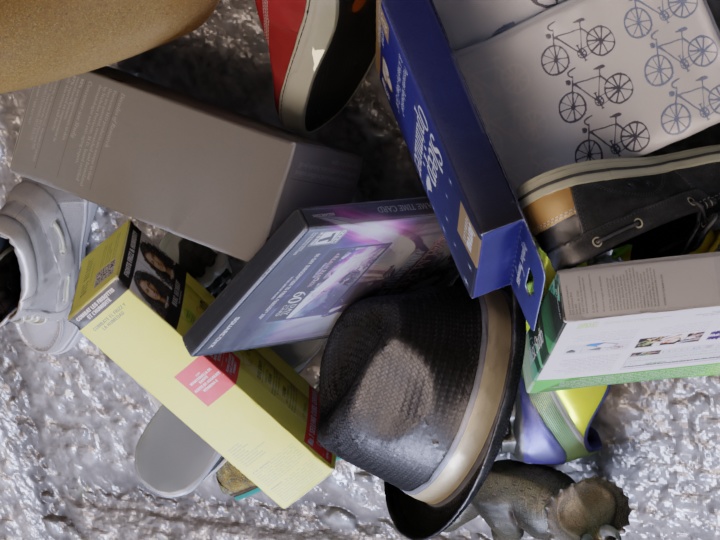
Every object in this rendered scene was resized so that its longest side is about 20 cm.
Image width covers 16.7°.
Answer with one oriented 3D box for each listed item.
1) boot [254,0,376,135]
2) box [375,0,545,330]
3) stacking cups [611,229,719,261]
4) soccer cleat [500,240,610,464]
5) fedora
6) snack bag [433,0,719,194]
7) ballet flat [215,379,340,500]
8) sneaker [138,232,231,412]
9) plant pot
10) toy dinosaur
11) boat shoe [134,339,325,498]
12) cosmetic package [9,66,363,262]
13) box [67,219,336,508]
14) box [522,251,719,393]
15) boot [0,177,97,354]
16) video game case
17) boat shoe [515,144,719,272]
[{"bbox_3d":[-0.057,-0.189,1.528,0.144,0.072,0.201,35,142,22],"label":"boot"},{"bbox_3d":[0.056,-0.065,1.443,0.121,0.032,0.201,90,158,-72],"label":"box"},{"bbox_3d":[0.134,-0.069,1.513,0.200,0.061,0.060,44,130,-5],"label":"stacking cups"},{"bbox_3d":[0.133,0.038,1.596,0.083,0.065,0.201,0,122,-4],"label":"soccer cleat"},{"bbox_3d":[0.028,0.072,1.553,0.091,0.201,0.201,14,132,-17],"label":"fedora"},{"bbox_3d":[0.117,-0.154,1.440,0.188,0.021,0.201,-22,87,34],"label":"snack bag"},{"bbox_3d":[-0.030,0.107,1.713,0.199,0.071,0.071,-21,111,35],"label":"ballet flat"},{"bbox_3d":[-0.140,0.027,1.685,0.081,0.075,0.200,39,149,15],"label":"sneaker"},{"bbox_3d":[-0.215,-0.186,1.482,0.186,0.200,0.187,27,135,31],"label":"plant pot"},{"bbox_3d":[0.120,0.160,1.659,0.199,0.077,0.103,21,152,39],"label":"toy dinosaur"},{"bbox_3d":[-0.077,0.072,1.683,0.073,0.068,0.200,33,93,10],"label":"boat shoe"},{"bbox_3d":[-0.111,-0.068,1.569,0.199,0.107,0.091,17,95,23],"label":"cosmetic package"},{"bbox_3d":[-0.099,0.062,1.584,0.050,0.075,0.200,-37,113,22],"label":"box"},{"bbox_3d":[0.177,0.032,1.467,0.143,0.037,0.200,-6,164,-4],"label":"box"},{"bbox_3d":[-0.236,0.009,1.707,0.073,0.096,0.201,28,141,15],"label":"boot"},{"bbox_3d":[0.000,0.000,1.549,0.143,0.199,0.019,-47,61,40],"label":"video game case"},{"bbox_3d":[0.177,-0.034,1.439,0.075,0.199,0.063,-34,70,50],"label":"boat shoe"}]
